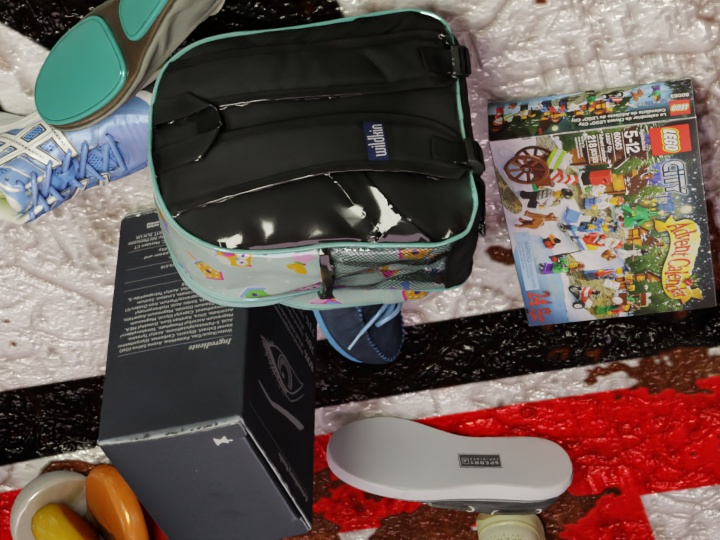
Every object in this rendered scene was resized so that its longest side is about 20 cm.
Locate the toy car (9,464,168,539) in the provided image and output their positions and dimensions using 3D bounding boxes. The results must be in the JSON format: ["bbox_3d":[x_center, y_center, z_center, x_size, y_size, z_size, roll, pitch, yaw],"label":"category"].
[{"bbox_3d":[-0.178,0.233,1.726,0.150,0.175,0.200,-40,135,-7],"label":"toy car"}]

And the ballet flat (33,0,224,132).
[{"bbox_3d":[-0.133,-0.147,1.314,0.064,0.067,0.200,-5,154,-41],"label":"ballet flat"}]

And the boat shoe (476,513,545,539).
[{"bbox_3d":[0.144,0.277,1.814,0.073,0.063,0.200,-14,139,17],"label":"boat shoe"}]

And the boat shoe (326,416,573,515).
[{"bbox_3d":[0.069,0.164,1.679,0.200,0.069,0.057,6,141,-9],"label":"boat shoe"}]

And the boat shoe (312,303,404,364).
[{"bbox_3d":[0.000,0.000,1.466,0.069,0.084,0.200,-1,144,22],"label":"boat shoe"}]

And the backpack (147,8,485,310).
[{"bbox_3d":[-0.033,-0.062,1.315,0.200,0.176,0.153,-3,157,-8],"label":"backpack"}]

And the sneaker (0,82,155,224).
[{"bbox_3d":[-0.201,-0.069,1.397,0.200,0.077,0.076,-14,136,17],"label":"sneaker"}]

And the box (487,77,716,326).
[{"bbox_3d":[0.168,-0.043,1.444,0.136,0.038,0.200,-6,140,10],"label":"box"}]

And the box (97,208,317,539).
[{"bbox_3d":[-0.101,0.071,1.466,0.104,0.200,0.148,-10,139,14],"label":"box"}]
